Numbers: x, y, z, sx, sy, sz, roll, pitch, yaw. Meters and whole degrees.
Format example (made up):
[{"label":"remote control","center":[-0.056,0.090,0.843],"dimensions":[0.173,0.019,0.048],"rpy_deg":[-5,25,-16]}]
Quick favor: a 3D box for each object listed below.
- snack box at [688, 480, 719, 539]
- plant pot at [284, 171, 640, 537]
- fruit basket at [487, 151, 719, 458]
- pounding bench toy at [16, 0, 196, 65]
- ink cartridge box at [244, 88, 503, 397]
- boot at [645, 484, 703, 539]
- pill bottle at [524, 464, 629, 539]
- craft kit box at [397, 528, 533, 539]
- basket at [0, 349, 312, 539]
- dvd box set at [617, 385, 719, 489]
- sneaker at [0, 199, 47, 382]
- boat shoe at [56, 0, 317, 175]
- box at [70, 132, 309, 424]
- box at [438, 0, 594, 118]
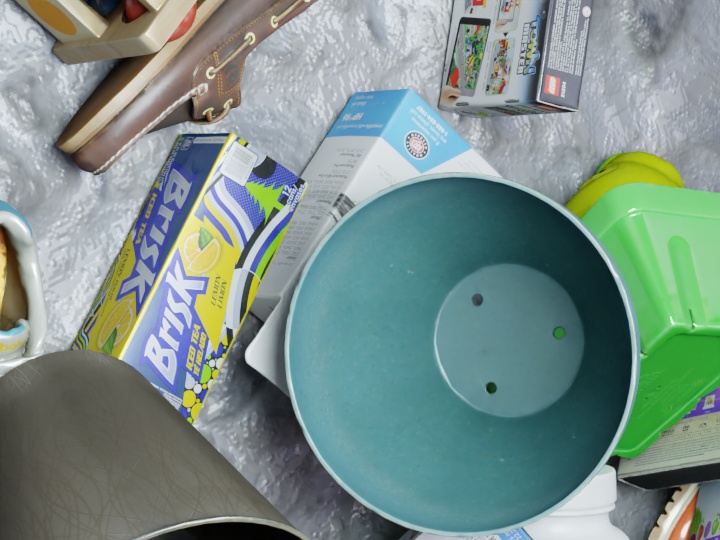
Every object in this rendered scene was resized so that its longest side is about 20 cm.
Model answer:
[{"label":"snack box","center":[0.286,0.128,1.226],"dimensions":[0.068,0.169,0.200],"rpy_deg":[21,70,-11]},{"label":"plant pot","center":[0.072,0.045,1.090],"dimensions":[0.135,0.200,0.200],"rpy_deg":[-4,96,-72]},{"label":"fruit basket","center":[0.167,-0.001,1.232],"dimensions":[0.155,0.215,0.216],"rpy_deg":[5,90,-32]},{"label":"pounding bench toy","center":[-0.127,-0.233,1.049],"dimensions":[0.156,0.124,0.200],"rpy_deg":[43,71,-27]},{"label":"ink cartridge box","center":[0.000,0.000,1.173],"dimensions":[0.116,0.068,0.200],"rpy_deg":[42,71,-28]},{"label":"boot","center":[0.287,0.168,1.333],"dimensions":[0.200,0.075,0.107],"rpy_deg":[-34,67,-25]},{"label":"pill bottle","center":[0.125,0.229,1.237],"dimensions":[0.112,0.112,0.200],"rpy_deg":[-2,93,-32]},{"label":"craft kit box","center":[0.063,0.264,1.161],"dimensions":[0.197,0.049,0.200],"rpy_deg":[-41,92,-1]},{"label":"basket","center":[-0.127,0.135,0.949],"dimensions":[0.180,0.200,0.136],"rpy_deg":[-29,124,-6]},{"label":"dvd box set","center":[0.241,0.043,1.259],"dimensions":[0.029,0.146,0.200],"rpy_deg":[22,70,-19]},{"label":"sneaker","center":[-0.214,0.059,1.034],"dimensions":[0.076,0.081,0.200],"rpy_deg":[-5,98,-33]},{"label":"boat shoe","center":[-0.093,-0.123,1.107],"dimensions":[0.070,0.070,0.200],"rpy_deg":[48,68,-20]},{"label":"box","center":[-0.110,0.019,1.104],"dimensions":[0.064,0.070,0.200],"rpy_deg":[34,75,-30]},{"label":"box","center":[0.108,-0.201,1.208],"dimensions":[0.035,0.110,0.200],"rpy_deg":[10,87,-32]}]
